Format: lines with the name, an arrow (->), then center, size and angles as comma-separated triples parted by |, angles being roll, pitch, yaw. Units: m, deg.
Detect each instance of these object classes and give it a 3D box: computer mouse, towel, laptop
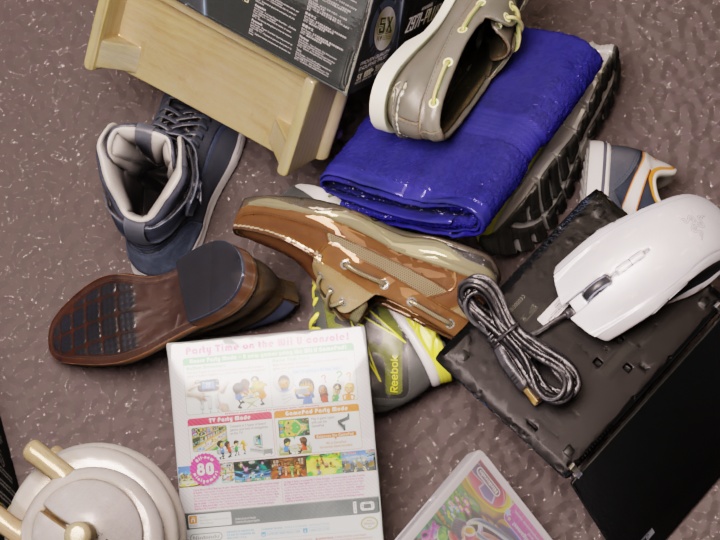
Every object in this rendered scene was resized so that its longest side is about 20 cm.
computer mouse -> 0.174, 0.005, 1.192 | 0.199, 0.044, 0.110 | -33, 72, -9
towel -> 0.079, -0.106, 1.283 | 0.146, 0.050, 0.201 | 16, 53, 32
laptop -> 0.183, 0.081, 1.243 | 0.200, 0.103, 0.177 | 41, 76, 15

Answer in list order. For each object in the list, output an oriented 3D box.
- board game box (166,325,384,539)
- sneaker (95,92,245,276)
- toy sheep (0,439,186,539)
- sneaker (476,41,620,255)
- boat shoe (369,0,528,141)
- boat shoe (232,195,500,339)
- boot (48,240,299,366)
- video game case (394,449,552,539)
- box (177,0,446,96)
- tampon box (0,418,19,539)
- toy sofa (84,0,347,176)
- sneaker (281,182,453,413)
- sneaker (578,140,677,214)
board game box -> -0.058, 0.146, 1.237 | 0.146, 0.064, 0.203 | -5, 87, 2
sneaker -> -0.144, -0.106, 1.334 | 0.076, 0.147, 0.205 | 8, 67, 10
toy sheep -> -0.182, 0.179, 1.163 | 0.136, 0.200, 0.140 | 0, 85, 2
sneaker -> 0.130, -0.101, 1.350 | 0.089, 0.078, 0.201 | 21, 65, 21
boat shoe -> 0.084, -0.169, 1.259 | 0.060, 0.072, 0.202 | 22, 58, 28
boat shoe -> 0.000, 0.000, 1.244 | 0.198, 0.076, 0.075 | 17, 83, 8
boot -> -0.143, 0.039, 1.323 | 0.198, 0.097, 0.076 | -18, 69, 29
video game case -> 0.068, 0.240, 1.170 | 0.144, 0.018, 0.200 | 51, 54, -8
box -> -0.038, -0.231, 1.272 | 0.199, 0.087, 0.163 | 31, 35, 20
tampon box -> -0.343, 0.142, 1.261 | 0.148, 0.126, 0.202 | -19, 68, -3
toy sofa -> -0.101, -0.160, 1.296 | 0.199, 0.084, 0.097 | 29, 31, 17
sneaker -> -0.012, 0.020, 1.308 | 0.084, 0.075, 0.201 | -35, 69, -8
sneaker -> 0.199, 0.000, 1.295 | 0.078, 0.079, 0.202 | 9, 74, 2
